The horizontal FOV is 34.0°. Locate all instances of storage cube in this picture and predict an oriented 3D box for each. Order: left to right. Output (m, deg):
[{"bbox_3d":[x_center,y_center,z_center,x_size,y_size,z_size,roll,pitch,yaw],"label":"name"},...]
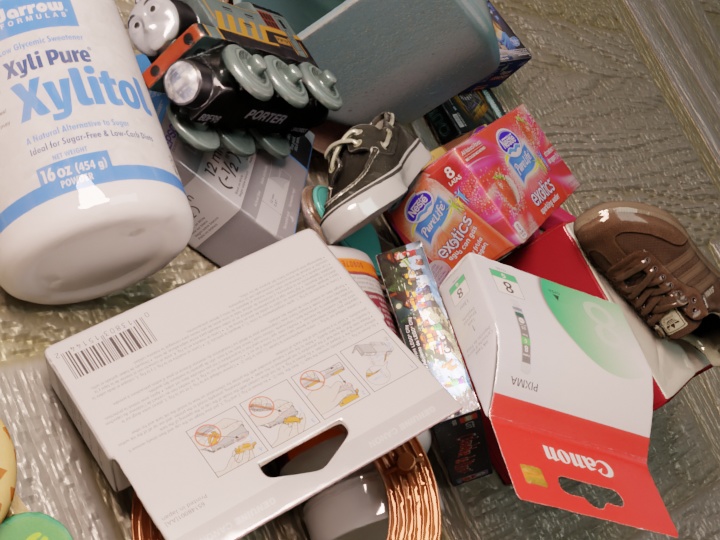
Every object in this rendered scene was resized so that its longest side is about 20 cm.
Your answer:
[{"bbox_3d":[0.192,0.060,1.076,0.170,0.179,0.201,-15,74,-55],"label":"storage cube"}]

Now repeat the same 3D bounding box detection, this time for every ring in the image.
[{"bbox_3d":[-0.044,0.153,0.744,0.199,0.019,0.202,3,66,-7],"label":"ring"}]

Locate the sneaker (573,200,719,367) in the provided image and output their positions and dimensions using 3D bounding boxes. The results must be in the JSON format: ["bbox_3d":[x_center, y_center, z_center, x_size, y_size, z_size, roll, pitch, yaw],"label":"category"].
[{"bbox_3d":[0.254,0.012,0.970,0.199,0.070,0.076,29,43,-33],"label":"sneaker"}]

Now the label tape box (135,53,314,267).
[{"bbox_3d":[-0.134,-0.105,0.918,0.200,0.066,0.144,39,37,-26],"label":"label tape box"}]

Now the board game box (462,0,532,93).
[{"bbox_3d":[0.075,-0.292,1.290,0.200,0.062,0.201,-20,76,-55],"label":"board game box"}]

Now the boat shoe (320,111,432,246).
[{"bbox_3d":[0.000,-0.077,0.918,0.064,0.071,0.200,52,22,-7],"label":"boat shoe"}]

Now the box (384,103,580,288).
[{"bbox_3d":[0.112,-0.068,1.056,0.100,0.095,0.200,54,31,0],"label":"box"}]

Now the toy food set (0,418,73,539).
[{"bbox_3d":[-0.228,0.161,0.587,0.199,0.049,0.200,57,33,2],"label":"toy food set"}]

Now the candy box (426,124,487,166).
[{"bbox_3d":[0.102,-0.068,1.187,0.117,0.056,0.200,56,35,2],"label":"candy box"}]

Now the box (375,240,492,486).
[{"bbox_3d":[0.061,0.080,0.926,0.200,0.037,0.137,69,3,-66],"label":"box"}]

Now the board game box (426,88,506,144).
[{"bbox_3d":[0.084,-0.237,1.333,0.135,0.028,0.201,-19,76,-56],"label":"board game box"}]

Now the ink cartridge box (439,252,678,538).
[{"bbox_3d":[0.154,0.087,0.857,0.160,0.050,0.201,19,34,-30],"label":"ink cartridge box"}]

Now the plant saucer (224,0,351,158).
[{"bbox_3d":[-0.059,-0.180,1.101,0.200,0.037,0.201,32,40,-32],"label":"plant saucer"}]

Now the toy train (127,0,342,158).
[{"bbox_3d":[-0.092,-0.147,0.866,0.114,0.085,0.200,56,23,13],"label":"toy train"}]

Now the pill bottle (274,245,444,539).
[{"bbox_3d":[-0.016,0.094,0.849,0.114,0.114,0.201,8,55,-47],"label":"pill bottle"}]

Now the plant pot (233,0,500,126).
[{"bbox_3d":[0.021,-0.245,1.066,0.200,0.196,0.197,32,39,-45],"label":"plant pot"}]

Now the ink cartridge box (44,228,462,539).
[{"bbox_3d":[-0.067,0.078,0.731,0.199,0.045,0.176,-26,57,-25],"label":"ink cartridge box"}]

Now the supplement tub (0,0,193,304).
[{"bbox_3d":[-0.198,-0.092,0.769,0.131,0.132,0.201,-1,62,-51],"label":"supplement tub"}]

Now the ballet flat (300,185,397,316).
[{"bbox_3d":[0.000,0.000,0.984,0.200,0.067,0.068,36,34,-39],"label":"ballet flat"}]

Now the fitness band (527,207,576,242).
[{"bbox_3d":[0.245,0.002,1.324,0.199,0.037,0.144,30,38,-34],"label":"fitness band"}]
